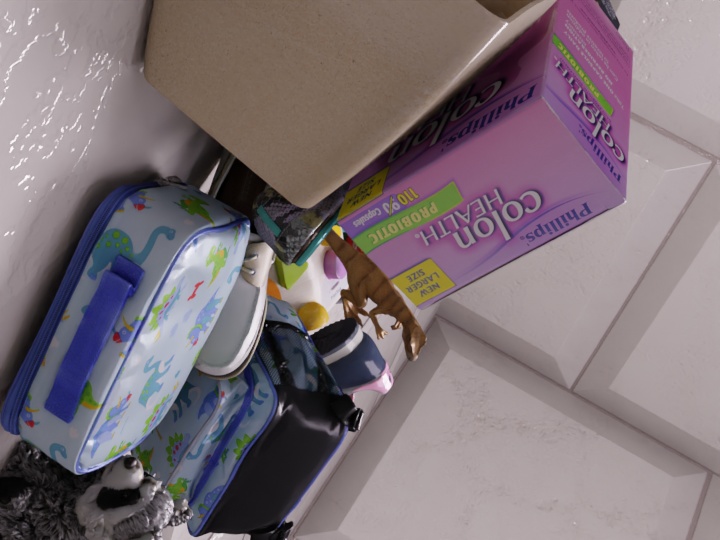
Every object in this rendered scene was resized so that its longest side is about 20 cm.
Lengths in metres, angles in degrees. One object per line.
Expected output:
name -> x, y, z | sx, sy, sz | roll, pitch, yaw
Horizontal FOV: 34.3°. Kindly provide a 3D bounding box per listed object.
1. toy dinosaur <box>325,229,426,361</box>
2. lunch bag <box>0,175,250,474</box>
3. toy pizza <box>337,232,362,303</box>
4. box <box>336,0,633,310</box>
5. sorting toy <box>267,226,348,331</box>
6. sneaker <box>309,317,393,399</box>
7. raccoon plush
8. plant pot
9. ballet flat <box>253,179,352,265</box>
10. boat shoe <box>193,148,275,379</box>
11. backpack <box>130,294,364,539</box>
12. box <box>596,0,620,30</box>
toy dinosaur -> 0.000, 0.000, 1.111 | 0.060, 0.200, 0.106 | -38, 168, -22
lunch bag -> -0.161, 0.034, 0.817 | 0.201, 0.082, 0.161 | -63, 172, 13
toy pizza -> -0.001, -0.058, 1.305 | 0.200, 0.032, 0.201 | -32, -137, 36
box -> 0.095, -0.099, 0.839 | 0.175, 0.097, 0.201 | -29, -153, 33
sorting toy -> -0.062, -0.053, 1.159 | 0.200, 0.106, 0.181 | -50, 147, -51
sneaker -> -0.054, 0.116, 1.149 | 0.199, 0.082, 0.070 | -24, -155, 42
raccoon plush -> -0.208, 0.204, 0.908 | 0.097, 0.134, 0.200 | -54, 169, -41
plant pot -> -0.018, -0.160, 0.727 | 0.177, 0.200, 0.200 | -51, 177, 27
ballet flat -> -0.028, -0.065, 0.889 | 0.072, 0.072, 0.200 | -65, 170, 24
boat shoe -> -0.103, -0.017, 0.916 | 0.068, 0.074, 0.201 | 114, -17, -79
backpack -> -0.118, 0.112, 1.027 | 0.184, 0.146, 0.200 | -58, -146, 23
box -> 0.132, -0.244, 1.139 | 0.199, 0.133, 0.115 | -20, -162, 26
